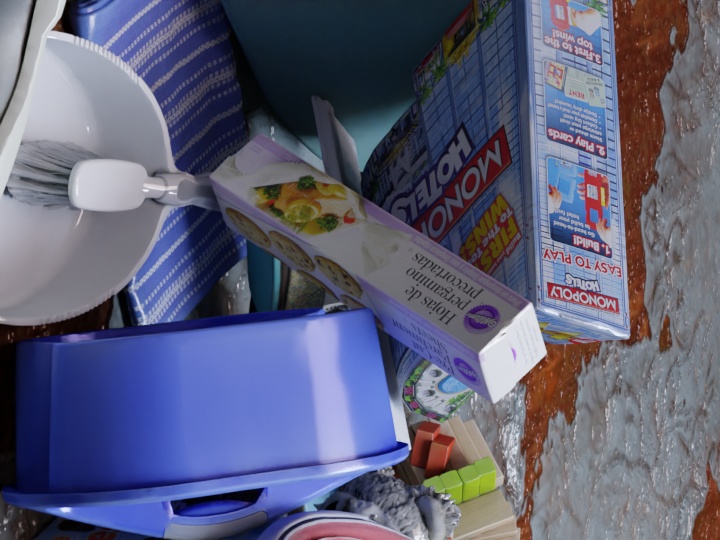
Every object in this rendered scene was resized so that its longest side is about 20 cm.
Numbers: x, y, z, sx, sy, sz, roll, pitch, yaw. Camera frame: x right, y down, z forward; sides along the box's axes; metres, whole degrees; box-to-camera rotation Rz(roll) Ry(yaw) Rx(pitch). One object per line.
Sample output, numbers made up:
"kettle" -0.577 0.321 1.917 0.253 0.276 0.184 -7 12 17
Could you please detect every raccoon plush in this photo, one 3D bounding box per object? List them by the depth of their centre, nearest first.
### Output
"raccoon plush" 0.012 0.170 1.528 0.134 0.097 0.200 -61 164 -2

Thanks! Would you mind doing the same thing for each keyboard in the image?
"keyboard" 0.000 0.000 1.530 0.056 0.011 0.200 59 18 -57

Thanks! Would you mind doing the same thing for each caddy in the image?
"caddy" -0.075 0.077 1.381 0.200 0.141 0.105 -6 92 -21

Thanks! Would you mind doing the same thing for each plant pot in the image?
"plant pot" 0.016 -0.147 1.595 0.200 0.141 0.142 73 19 -54

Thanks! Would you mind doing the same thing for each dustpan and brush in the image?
"dustpan and brush" -0.117 -0.043 1.414 0.200 0.057 0.140 -2 99 -67

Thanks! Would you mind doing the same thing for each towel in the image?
"towel" -0.096 -0.075 1.509 0.145 0.024 0.200 -49 136 -53

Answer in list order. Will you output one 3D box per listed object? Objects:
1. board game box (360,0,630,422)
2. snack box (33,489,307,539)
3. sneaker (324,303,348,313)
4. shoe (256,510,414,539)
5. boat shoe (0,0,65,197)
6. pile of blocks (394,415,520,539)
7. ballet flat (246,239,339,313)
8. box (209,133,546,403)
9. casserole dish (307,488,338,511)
"board game box" 0.066 -0.022 1.459 0.062 0.200 0.200 17 44 -29
"snack box" -0.117 0.159 1.376 0.200 0.116 0.037 -44 132 -57
"sneaker" -0.007 0.041 1.650 0.200 0.075 0.116 37 63 -68
"shoe" 0.046 0.169 1.396 0.200 0.091 0.072 27 73 -33
"boat shoe" -0.178 -0.085 1.296 0.073 0.062 0.200 167 -59 -85
"pile of blocks" 0.057 0.168 1.743 0.062 0.082 0.200 88 3 -58
"ballet flat" -0.033 0.023 1.554 0.071 0.071 0.200 -53 156 -51
"box" 0.005 -0.004 1.401 0.039 0.200 0.041 -42 141 -19
"casserole dish" -0.047 0.174 1.549 0.121 0.039 0.200 -18 128 -20
